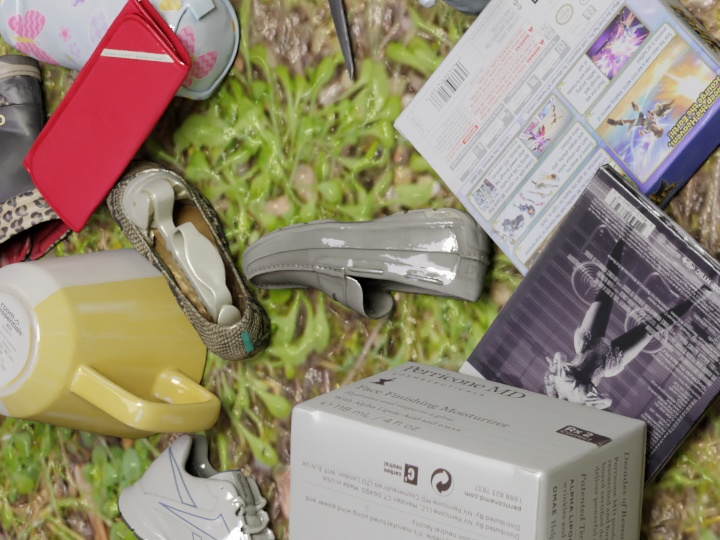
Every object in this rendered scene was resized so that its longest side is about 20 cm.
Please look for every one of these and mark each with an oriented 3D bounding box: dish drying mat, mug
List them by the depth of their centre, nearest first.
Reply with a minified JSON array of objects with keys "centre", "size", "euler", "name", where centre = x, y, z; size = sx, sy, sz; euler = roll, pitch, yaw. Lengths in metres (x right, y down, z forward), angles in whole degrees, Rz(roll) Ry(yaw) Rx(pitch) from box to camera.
[{"centre":[-0.206,0.052,1.678],"size":[0.186,0.153,0.150],"euler":[-7,83,35],"name":"mug"},{"centre":[-0.193,-0.116,1.681],"size":[0.077,0.018,0.200],"euler":[51,130,12],"name":"dish drying mat"}]

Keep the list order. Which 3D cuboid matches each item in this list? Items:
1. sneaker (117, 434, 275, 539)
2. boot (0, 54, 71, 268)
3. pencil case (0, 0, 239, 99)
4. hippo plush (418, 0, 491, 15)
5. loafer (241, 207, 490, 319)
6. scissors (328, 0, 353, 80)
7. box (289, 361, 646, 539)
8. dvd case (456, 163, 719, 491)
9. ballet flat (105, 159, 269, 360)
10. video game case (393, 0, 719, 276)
[{"centre":[-0.099,0.199,1.646],"size":[0.200,0.074,0.087],"euler":[42,107,29],"name":"sneaker"},{"centre":[-0.319,-0.068,1.819],"size":[0.200,0.073,0.151],"euler":[-29,71,26],"name":"boot"},{"centre":[-0.188,-0.193,1.718],"size":[0.200,0.083,0.091],"euler":[20,116,34],"name":"pencil case"},{"centre":[0.053,-0.277,1.493],"size":[0.159,0.200,0.161],"euler":[38,101,11],"name":"hippo plush"},{"centre":[0.000,0.000,1.582],"size":[0.200,0.070,0.070],"euler":[-7,76,35],"name":"loafer"},{"centre":[-0.031,-0.237,1.651],"size":[0.073,0.014,0.200],"euler":[-2,88,34],"name":"scissors"},{"centre":[0.067,0.185,1.463],"size":[0.199,0.131,0.200],"euler":[12,108,35],"name":"box"},{"centre":[0.162,0.051,1.454],"size":[0.149,0.016,0.200],"euler":[43,124,16],"name":"dvd case"},{"centre":[-0.131,-0.022,1.673],"size":[0.068,0.075,0.200],"euler":[-30,66,-11],"name":"ballet flat"},{"centre":[0.142,-0.109,1.497],"size":[0.200,0.045,0.181],"euler":[-51,61,24],"name":"video game case"}]
